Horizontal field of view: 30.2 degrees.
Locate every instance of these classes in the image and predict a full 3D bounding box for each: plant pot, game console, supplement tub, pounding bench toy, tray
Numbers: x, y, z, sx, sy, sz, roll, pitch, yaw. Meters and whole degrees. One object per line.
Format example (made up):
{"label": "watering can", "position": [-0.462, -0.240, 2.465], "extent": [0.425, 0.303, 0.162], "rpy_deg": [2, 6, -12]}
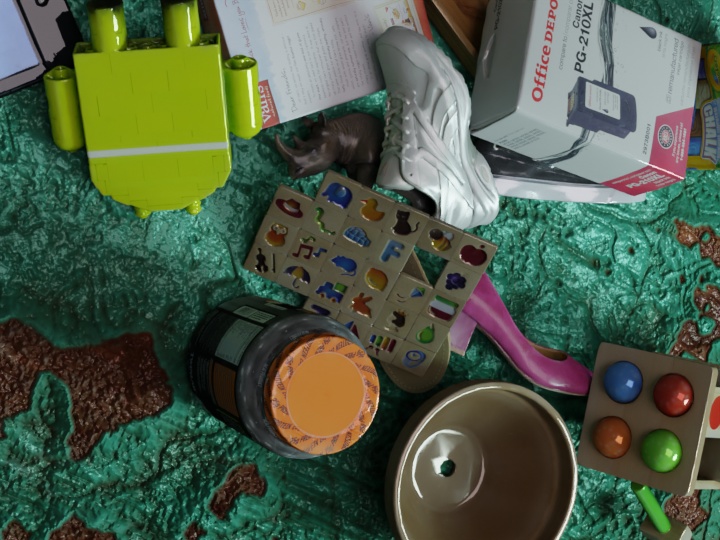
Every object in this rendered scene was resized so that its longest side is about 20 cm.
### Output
{"label": "plant pot", "position": [0.103, 0.200, 1.296], "extent": [0.200, 0.093, 0.202], "rpy_deg": [-3, 97, -25]}
{"label": "game console", "position": [-0.325, -0.212, 1.052], "extent": [0.199, 0.118, 0.172], "rpy_deg": [-26, 105, -19]}
{"label": "supplement tub", "position": [-0.067, 0.091, 1.151], "extent": [0.122, 0.200, 0.123], "rpy_deg": [-3, 97, -24]}
{"label": "pounding bench toy", "position": [0.301, 0.185, 1.335], "extent": [0.156, 0.124, 0.201], "rpy_deg": [10, 91, -52]}
{"label": "tray", "position": [0.128, -0.246, 1.298], "extent": [0.099, 0.037, 0.200], "rpy_deg": [-45, 109, -14]}

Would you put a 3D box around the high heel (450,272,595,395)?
{"label": "high heel", "position": [0.166, 0.056, 1.326], "extent": [0.199, 0.067, 0.096], "rpy_deg": [22, 96, -11]}

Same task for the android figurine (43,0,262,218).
{"label": "android figurine", "position": [-0.174, -0.134, 1.134], "extent": [0.181, 0.041, 0.201], "rpy_deg": [-6, 120, -2]}

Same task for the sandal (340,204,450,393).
{"label": "sandal", "position": [0.040, 0.011, 1.262], "extent": [0.077, 0.070, 0.213], "rpy_deg": [-9, 122, 20]}

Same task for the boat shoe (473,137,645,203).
{"label": "boat shoe", "position": [0.197, -0.103, 1.329], "extent": [0.199, 0.070, 0.067], "rpy_deg": [3, 95, -17]}

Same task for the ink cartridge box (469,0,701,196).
{"label": "ink cartridge box", "position": [0.214, -0.174, 1.263], "extent": [0.199, 0.084, 0.146], "rpy_deg": [18, 73, -24]}

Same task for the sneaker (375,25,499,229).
{"label": "sneaker", "position": [0.051, -0.115, 1.187], "extent": [0.099, 0.078, 0.201], "rpy_deg": [-29, 104, -23]}

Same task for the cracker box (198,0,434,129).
{"label": "cracker box", "position": [-0.038, -0.218, 1.213], "extent": [0.199, 0.058, 0.135], "rpy_deg": [-20, 104, -22]}

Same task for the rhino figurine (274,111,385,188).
{"label": "rhino figurine", "position": [0.007, -0.099, 1.241], "extent": [0.199, 0.060, 0.088], "rpy_deg": [14, 91, -27]}

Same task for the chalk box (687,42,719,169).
{"label": "chalk box", "position": [0.384, -0.166, 1.329], "extent": [0.124, 0.200, 0.125], "rpy_deg": [-8, 98, -23]}

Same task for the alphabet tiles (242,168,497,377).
{"label": "alphabet tiles", "position": [0.000, 0.000, 1.213], "extent": [0.199, 0.008, 0.168], "rpy_deg": [24, 125, -5]}
